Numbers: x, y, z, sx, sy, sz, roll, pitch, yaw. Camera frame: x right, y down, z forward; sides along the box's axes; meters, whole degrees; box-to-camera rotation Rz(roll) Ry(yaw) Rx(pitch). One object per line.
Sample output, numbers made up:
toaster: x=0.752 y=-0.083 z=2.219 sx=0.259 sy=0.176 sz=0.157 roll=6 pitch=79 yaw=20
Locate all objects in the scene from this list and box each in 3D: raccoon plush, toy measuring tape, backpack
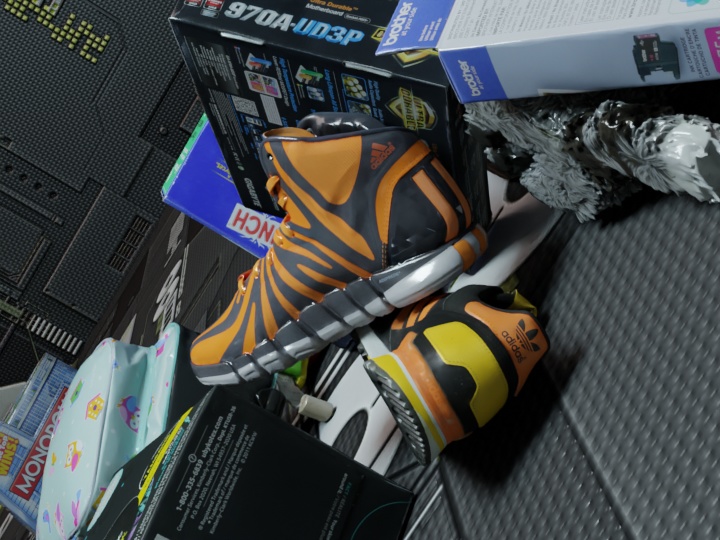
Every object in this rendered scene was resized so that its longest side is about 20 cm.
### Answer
raccoon plush: x=0.142 y=-0.095 z=0.693 sx=0.134 sy=0.097 sz=0.199 roll=-49 pitch=41 yaw=-13
toy measuring tape: x=-0.050 y=0.052 z=1.074 sx=0.074 sy=0.073 sz=0.200 roll=-59 pitch=21 yaw=1
backpack: x=-0.149 y=0.151 z=1.027 sx=0.200 sy=0.151 sz=0.178 roll=123 pitch=153 yaw=-54

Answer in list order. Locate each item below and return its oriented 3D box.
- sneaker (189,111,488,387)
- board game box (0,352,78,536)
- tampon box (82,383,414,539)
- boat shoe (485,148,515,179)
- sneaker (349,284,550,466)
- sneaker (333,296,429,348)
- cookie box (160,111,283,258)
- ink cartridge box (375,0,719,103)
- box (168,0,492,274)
sneaker: x=-0.033 y=-0.018 z=0.770 sx=0.199 sy=0.113 sz=0.078 roll=-29 pitch=8 yaw=29
board game box: x=-0.356 y=0.201 z=1.605 sx=0.202 sy=0.199 sz=0.062 roll=-64 pitch=13 yaw=-18
tampon box: x=-0.088 y=0.180 z=0.791 sx=0.200 sy=0.125 sz=0.151 roll=-41 pitch=22 yaw=56
boat shoe: x=0.074 y=-0.111 z=0.924 sx=0.074 sy=0.074 sz=0.200 roll=-59 pitch=14 yaw=2
sneaker: x=0.050 y=0.043 z=0.739 sx=0.089 sy=0.070 sz=0.200 roll=-30 pitch=5 yaw=0
sneaker: x=0.000 y=0.000 z=0.971 sx=0.083 sy=0.074 sz=0.200 roll=-59 pitch=14 yaw=-14
cookie box: x=-0.034 y=-0.101 z=1.102 sx=0.201 sy=0.170 sz=0.075 roll=-59 pitch=10 yaw=1
ink cartridge box: x=0.115 y=-0.133 z=0.653 sx=0.198 sy=0.042 sz=0.120 roll=0 pitch=49 yaw=29
box: x=-0.009 y=-0.082 z=0.813 sx=0.201 sy=0.157 sz=0.046 roll=74 pitch=-144 yaw=-61
